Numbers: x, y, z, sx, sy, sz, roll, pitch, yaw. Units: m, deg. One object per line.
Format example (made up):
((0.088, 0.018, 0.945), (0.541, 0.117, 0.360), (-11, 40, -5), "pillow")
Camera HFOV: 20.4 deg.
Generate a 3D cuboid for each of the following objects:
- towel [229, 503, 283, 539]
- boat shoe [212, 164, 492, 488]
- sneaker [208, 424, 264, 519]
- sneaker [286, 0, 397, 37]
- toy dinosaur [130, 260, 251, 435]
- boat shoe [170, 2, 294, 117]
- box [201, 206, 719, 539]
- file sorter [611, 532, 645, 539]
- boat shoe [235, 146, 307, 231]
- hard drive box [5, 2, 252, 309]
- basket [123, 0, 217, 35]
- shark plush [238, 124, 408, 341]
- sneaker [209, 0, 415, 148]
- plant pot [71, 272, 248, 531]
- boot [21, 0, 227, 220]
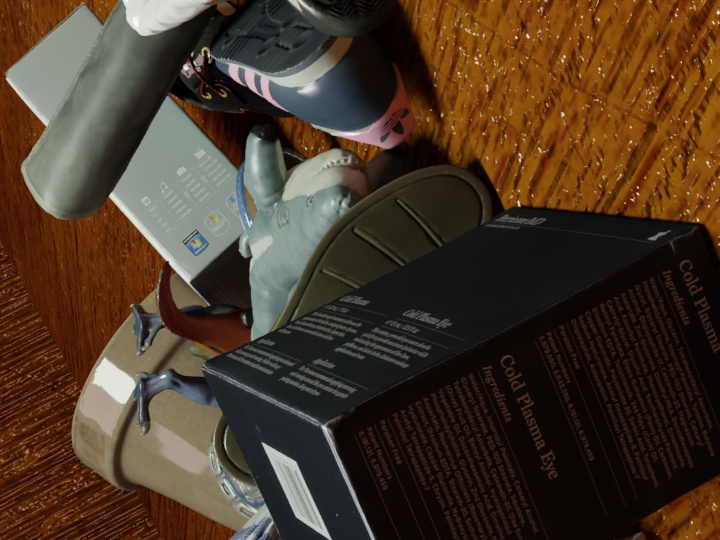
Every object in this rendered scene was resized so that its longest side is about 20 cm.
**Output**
((0.004, 0.085, 1.059), (0.024, 0.200, 0.147), (44, 169, 0), "towel")
((-0.008, 0.024, 1.050), (0.072, 0.200, 0.068), (42, -176, 1), "boat shoe")
((-0.016, 0.167, 1.261), (0.074, 0.087, 0.201), (-34, 77, 40), "sneaker")
((-0.026, -0.175, 0.994), (0.116, 0.075, 0.201), (80, 169, -61), "sneaker")
((-0.059, 0.069, 1.321), (0.200, 0.180, 0.106), (131, 135, -68), "toy dinosaur")
((-0.083, -0.129, 1.263), (0.201, 0.063, 0.074), (29, 141, 63), "boat shoe")
((0.051, 0.058, 0.892), (0.105, 0.181, 0.200), (66, 166, -12), "box")
((0.089, 0.177, 1.074), (0.201, 0.124, 0.139), (61, 164, 6), "file sorter")
((0.000, 0.000, 1.203), (0.200, 0.072, 0.072), (51, 159, 6), "boat shoe")
((-0.139, -0.068, 1.385), (0.200, 0.077, 0.156), (46, 176, 14), "hard drive box")
((-0.048, -0.222, 0.789), (0.201, 0.160, 0.198), (64, 165, -6), "basket")
((-0.045, 0.002, 1.119), (0.200, 0.090, 0.084), (-54, 32, 36), "shark plush")
((-0.028, -0.110, 1.105), (0.082, 0.070, 0.200), (45, -178, -22), "sneaker")
((-0.088, 0.114, 1.493), (0.174, 0.200, 0.201), (38, 156, 21), "plant pot")
((-0.128, -0.117, 1.119), (0.072, 0.200, 0.182), (39, -167, -6), "boot")
